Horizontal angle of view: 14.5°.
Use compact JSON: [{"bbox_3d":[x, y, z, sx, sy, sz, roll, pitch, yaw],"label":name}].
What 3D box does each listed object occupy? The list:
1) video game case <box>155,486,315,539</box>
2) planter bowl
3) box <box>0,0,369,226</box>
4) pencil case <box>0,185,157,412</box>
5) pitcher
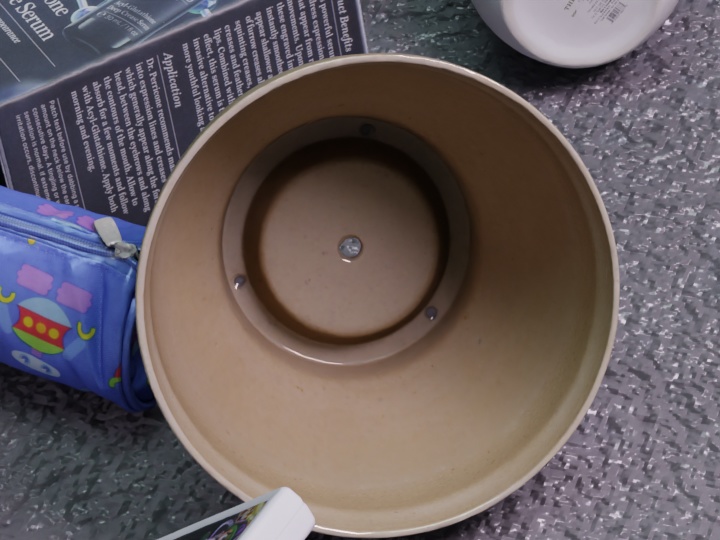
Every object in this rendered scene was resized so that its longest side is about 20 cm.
[{"bbox_3d":[-0.122,0.173,1.064,0.181,0.023,0.200,-27,18,49],"label":"video game case"},{"bbox_3d":[0.000,0.000,1.215,0.199,0.202,0.135,-14,12,-4],"label":"planter bowl"},{"bbox_3d":[-0.114,-0.110,1.414,0.199,0.108,0.148,-25,41,-18],"label":"box"},{"bbox_3d":[-0.168,-0.005,1.288,0.199,0.087,0.078,20,45,15],"label":"pencil case"},{"bbox_3d":[0.118,-0.210,1.441,0.121,0.172,0.201,21,35,-16],"label":"pitcher"}]
